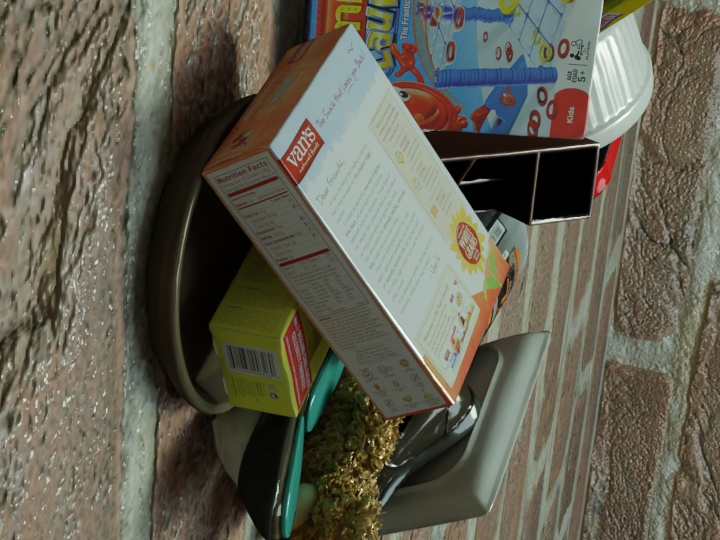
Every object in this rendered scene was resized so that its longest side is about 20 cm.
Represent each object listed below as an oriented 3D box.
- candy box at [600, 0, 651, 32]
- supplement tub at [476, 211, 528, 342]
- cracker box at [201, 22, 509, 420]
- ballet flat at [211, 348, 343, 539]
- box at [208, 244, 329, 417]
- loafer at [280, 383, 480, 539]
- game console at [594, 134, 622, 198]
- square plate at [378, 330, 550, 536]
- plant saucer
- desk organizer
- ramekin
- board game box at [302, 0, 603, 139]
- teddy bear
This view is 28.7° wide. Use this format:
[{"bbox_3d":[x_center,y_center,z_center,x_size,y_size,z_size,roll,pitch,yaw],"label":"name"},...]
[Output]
[{"bbox_3d":[0.157,-0.218,1.019,0.200,0.026,0.103,156,-64,-72],"label":"candy box"},{"bbox_3d":[0.064,0.008,1.201,0.200,0.122,0.123,-50,146,-57],"label":"supplement tub"},{"bbox_3d":[0.004,-0.028,0.850,0.200,0.057,0.134,55,39,-24],"label":"cracker box"},{"bbox_3d":[-0.059,0.102,0.939,0.200,0.068,0.068,-71,167,-55],"label":"ballet flat"},{"bbox_3d":[-0.033,-0.006,0.903,0.200,0.050,0.076,-63,155,-43],"label":"box"},{"bbox_3d":[0.000,0.136,1.085,0.200,0.073,0.072,-40,126,-17],"label":"loafer"},{"bbox_3d":[0.156,-0.112,1.327,0.031,0.199,0.177,52,43,-32],"label":"game console"},{"bbox_3d":[0.050,0.134,1.171,0.028,0.198,0.200,50,43,-24],"label":"square plate"},{"bbox_3d":[-0.082,-0.012,0.874,0.200,0.029,0.201,11,90,-73],"label":"plant saucer"},{"bbox_3d":[0.093,-0.075,1.142,0.199,0.077,0.072,-8,113,-31],"label":"desk organizer"},{"bbox_3d":[0.160,-0.198,1.280,0.105,0.199,0.201,69,34,-40],"label":"ramekin"},{"bbox_3d":[0.063,-0.195,0.941,0.056,0.195,0.201,-108,-158,-71],"label":"board game box"},{"bbox_3d":[-0.025,0.128,0.996,0.067,0.145,0.201,43,48,-31],"label":"teddy bear"}]
